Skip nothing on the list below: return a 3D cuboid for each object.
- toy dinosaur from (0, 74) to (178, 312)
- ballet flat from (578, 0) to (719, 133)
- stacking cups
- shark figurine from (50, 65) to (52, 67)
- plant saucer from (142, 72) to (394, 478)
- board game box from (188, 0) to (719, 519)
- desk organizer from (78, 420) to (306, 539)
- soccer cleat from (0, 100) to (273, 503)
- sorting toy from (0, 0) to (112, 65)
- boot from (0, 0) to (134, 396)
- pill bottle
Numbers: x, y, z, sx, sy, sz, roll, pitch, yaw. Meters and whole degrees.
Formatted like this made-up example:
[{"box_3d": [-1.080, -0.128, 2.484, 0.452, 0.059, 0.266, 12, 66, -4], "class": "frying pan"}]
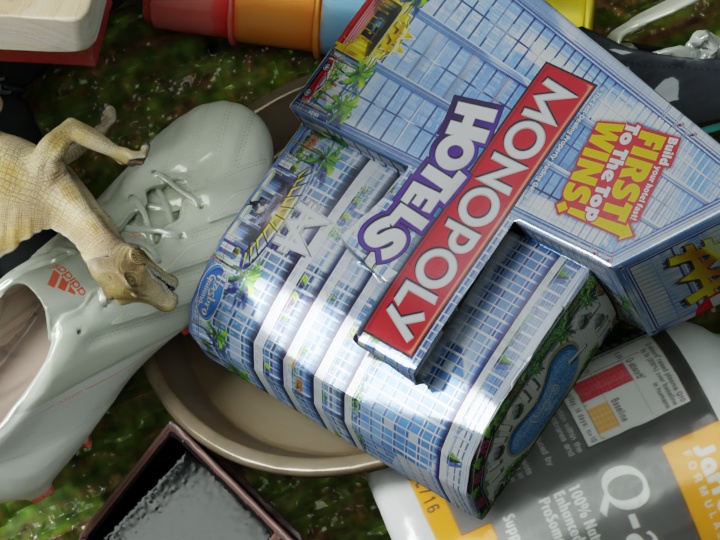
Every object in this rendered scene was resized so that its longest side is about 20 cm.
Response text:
[{"box_3d": [-0.158, -0.047, 0.963, 0.199, 0.058, 0.101, 16, 56, 4], "class": "toy dinosaur"}, {"box_3d": [0.177, -0.093, 1.051, 0.199, 0.073, 0.073, -9, 81, -14], "class": "ballet flat"}, {"box_3d": [0.003, -0.112, 1.086, 0.199, 0.061, 0.061, 5, 82, 4], "class": "stacking cups"}, {"box_3d": [-0.240, -0.138, 1.081, 0.215, 0.089, 0.128, 47, 71, -19], "class": "shark figurine"}, {"box_3d": [0.000, 0.000, 1.032, 0.199, 0.029, 0.201, -10, 57, 16], "class": "plant saucer"}, {"box_3d": [0.057, -0.016, 0.961, 0.199, 0.062, 0.200, 27, 76, 32], "class": "board game box"}, {"box_3d": [-0.030, 0.157, 1.037, 0.200, 0.077, 0.072, 44, 85, 8], "class": "desk organizer"}, {"box_3d": [-0.105, 0.006, 1.003, 0.069, 0.078, 0.200, 28, 75, 32], "class": "soccer cleat"}, {"box_3d": [-0.180, -0.155, 0.967, 0.198, 0.070, 0.201, 3, 55, 8], "class": "sorting toy"}, {"box_3d": [-0.135, -0.037, 1.055, 0.164, 0.066, 0.201, -19, 98, -14], "class": "boot"}, {"box_3d": [0.112, 0.090, 1.022, 0.199, 0.116, 0.117, -24, 81, -1], "class": "pill bottle"}]
